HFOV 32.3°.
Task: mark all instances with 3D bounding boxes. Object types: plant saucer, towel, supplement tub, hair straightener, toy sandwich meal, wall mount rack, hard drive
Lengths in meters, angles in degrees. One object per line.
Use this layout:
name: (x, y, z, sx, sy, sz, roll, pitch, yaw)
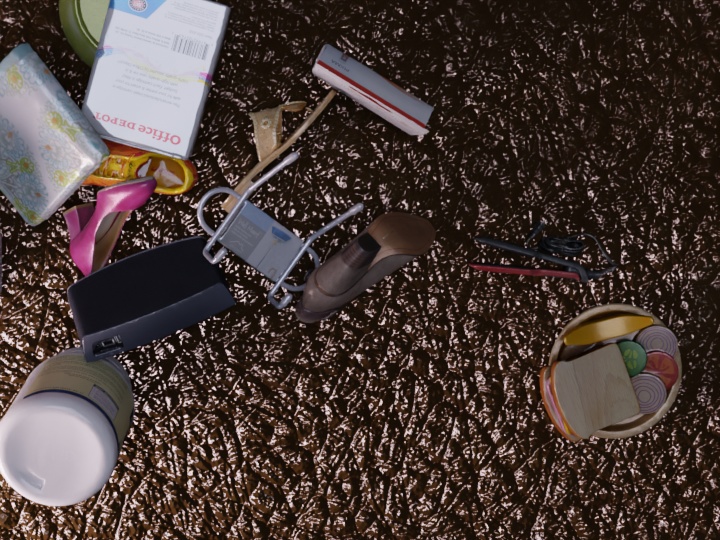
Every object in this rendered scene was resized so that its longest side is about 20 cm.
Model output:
plant saucer: (-0.293, -0.345, 1.612, 0.200, 0.031, 0.200, 0, 94, -3)
towel: (-0.413, -0.165, 1.554, 0.171, 0.048, 0.200, 50, 133, -5)
supplement tub: (-0.361, 0.187, 1.546, 0.145, 0.200, 0.145, 0, 108, -1)
hair straightener: (0.248, -0.028, 1.665, 0.200, 0.041, 0.077, 7, 94, -4)
toy sandwich meal: (0.340, 0.140, 1.668, 0.205, 0.070, 0.206, 0, 94, -4)
wall mount rack: (-0.102, -0.054, 1.592, 0.200, 0.075, 0.174, 37, 89, -29)
hard drive: (-0.273, 0.030, 1.588, 0.200, 0.135, 0.042, -22, 136, -8)

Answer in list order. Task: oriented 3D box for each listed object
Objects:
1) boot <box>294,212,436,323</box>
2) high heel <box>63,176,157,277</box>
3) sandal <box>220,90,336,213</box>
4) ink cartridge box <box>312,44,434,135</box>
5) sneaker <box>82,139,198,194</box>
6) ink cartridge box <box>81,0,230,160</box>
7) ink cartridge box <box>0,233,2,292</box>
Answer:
boot: (0.000, 0.000, 1.624, 0.070, 0.200, 0.146, 53, 125, 17)
high heel: (-0.308, -0.054, 1.565, 0.200, 0.067, 0.096, -20, 89, 40)
sandal: (-0.126, -0.173, 1.613, 0.070, 0.078, 0.212, 40, 96, -8)
ink cartridge box: (0.018, -0.230, 1.556, 0.162, 0.200, 0.050, 31, 91, -6)
sneaker: (-0.310, -0.140, 1.602, 0.200, 0.077, 0.073, 4, 95, -3)
ink cartridge box: (-0.258, -0.254, 1.565, 0.144, 0.085, 0.200, 16, 96, -7)
ink cartridge box: (-0.565, -0.006, 1.543, 0.200, 0.176, 0.084, 1, 94, -4)
